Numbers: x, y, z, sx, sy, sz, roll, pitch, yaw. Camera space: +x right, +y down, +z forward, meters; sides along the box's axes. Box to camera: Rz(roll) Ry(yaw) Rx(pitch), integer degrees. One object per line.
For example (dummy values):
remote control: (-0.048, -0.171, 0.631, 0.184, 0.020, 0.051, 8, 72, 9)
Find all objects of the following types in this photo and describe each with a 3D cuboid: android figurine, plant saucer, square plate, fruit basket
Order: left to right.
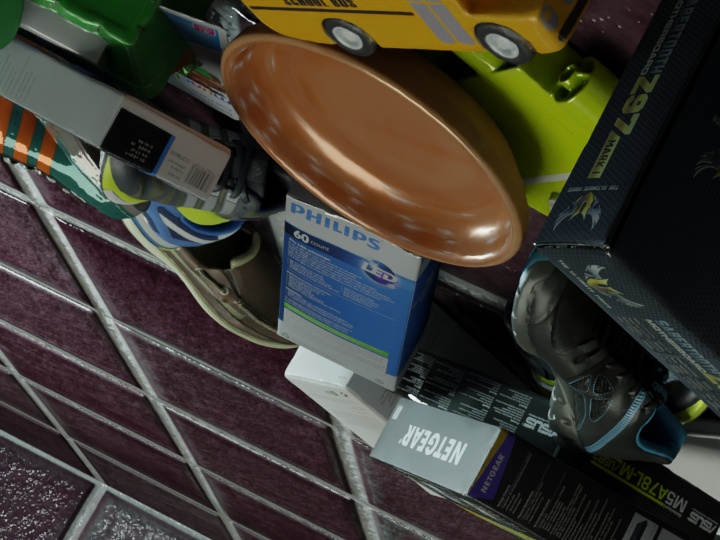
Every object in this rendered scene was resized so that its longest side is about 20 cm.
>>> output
fruit basket: (-0.162, -0.154, 1.083, 0.185, 0.094, 0.200, 28, 166, 3)
plant saucer: (0.012, -0.077, 0.996, 0.200, 0.037, 0.200, 30, 160, 12)
android figurine: (0.100, -0.077, 0.973, 0.200, 0.041, 0.182, 40, 160, -25)
square plate: (0.288, 0.161, 1.353, 0.198, 0.028, 0.200, 40, 160, -32)

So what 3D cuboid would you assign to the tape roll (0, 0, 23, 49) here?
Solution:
tape roll: (-0.255, -0.210, 0.975, 0.200, 0.048, 0.201, 40, 143, 39)

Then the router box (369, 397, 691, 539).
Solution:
router box: (0.111, 0.154, 1.212, 0.157, 0.052, 0.200, 31, 173, -17)

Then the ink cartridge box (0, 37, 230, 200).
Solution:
ink cartridge box: (-0.177, -0.105, 1.057, 0.200, 0.039, 0.099, 30, -177, 39)

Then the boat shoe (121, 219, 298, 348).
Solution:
boat shoe: (-0.106, -0.004, 1.440, 0.202, 0.075, 0.075, 37, 155, -23)

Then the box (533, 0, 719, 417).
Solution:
box: (0.186, -0.019, 0.801, 0.200, 0.158, 0.051, 40, 160, -29)

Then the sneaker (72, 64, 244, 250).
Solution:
sneaker: (-0.158, -0.085, 1.300, 0.082, 0.074, 0.200, 7, 154, 40)

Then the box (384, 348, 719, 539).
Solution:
box: (0.147, 0.133, 1.324, 0.193, 0.048, 0.200, 30, 174, -38)

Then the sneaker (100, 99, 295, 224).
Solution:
sneaker: (-0.108, -0.075, 1.195, 0.081, 0.074, 0.200, 2, 176, 25)

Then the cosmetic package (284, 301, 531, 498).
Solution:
cosmetic package: (0.048, 0.098, 1.424, 0.085, 0.108, 0.200, 7, 151, 49)

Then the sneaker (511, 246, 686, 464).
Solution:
sneaker: (0.150, 0.047, 1.076, 0.082, 0.073, 0.200, 15, 150, 32)

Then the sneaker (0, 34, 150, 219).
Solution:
sneaker: (-0.229, -0.104, 1.208, 0.080, 0.071, 0.200, -30, 115, 26)

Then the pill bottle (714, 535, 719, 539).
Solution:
pill bottle: (0.265, 0.278, 1.559, 0.200, 0.120, 0.120, 7, 152, 49)

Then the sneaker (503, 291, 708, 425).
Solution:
sneaker: (0.167, 0.054, 1.178, 0.081, 0.074, 0.200, 43, 157, -28)

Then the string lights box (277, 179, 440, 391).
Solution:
string lights box: (0.000, 0.000, 1.247, 0.103, 0.059, 0.200, 26, 151, 10)

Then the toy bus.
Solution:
toy bus: (0.021, -0.151, 0.848, 0.200, 0.065, 0.078, 10, 153, 47)
